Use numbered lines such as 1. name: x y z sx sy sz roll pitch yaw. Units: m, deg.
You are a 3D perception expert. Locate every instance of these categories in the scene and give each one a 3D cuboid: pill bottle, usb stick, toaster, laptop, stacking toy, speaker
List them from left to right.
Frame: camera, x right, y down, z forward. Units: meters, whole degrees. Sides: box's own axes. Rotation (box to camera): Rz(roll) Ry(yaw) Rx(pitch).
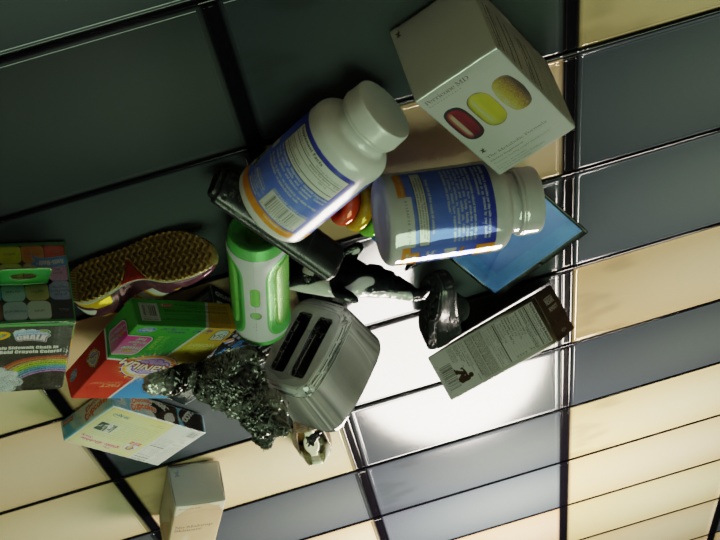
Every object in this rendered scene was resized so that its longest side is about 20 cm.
1. speaker: -0.133 0.012 1.688 0.088 0.089 0.201 -10 142 -10
2. usb stick: -0.102 -0.057 1.584 0.199 0.056 0.033 35 148 -25
3. toaster: -0.062 0.137 1.842 0.113 0.201 0.129 15 156 33
4. pill bottle: -0.040 -0.131 1.504 0.200 0.113 0.112 -38 142 29
5. stacking toy: 0.009 -0.074 1.652 0.199 0.086 0.085 13 138 -31
6. pill bottle: 0.120 -0.073 1.573 0.198 0.113 0.112 -8 147 -10
7. laptop: 0.188 -0.029 1.763 0.177 0.104 0.200 -38 173 29

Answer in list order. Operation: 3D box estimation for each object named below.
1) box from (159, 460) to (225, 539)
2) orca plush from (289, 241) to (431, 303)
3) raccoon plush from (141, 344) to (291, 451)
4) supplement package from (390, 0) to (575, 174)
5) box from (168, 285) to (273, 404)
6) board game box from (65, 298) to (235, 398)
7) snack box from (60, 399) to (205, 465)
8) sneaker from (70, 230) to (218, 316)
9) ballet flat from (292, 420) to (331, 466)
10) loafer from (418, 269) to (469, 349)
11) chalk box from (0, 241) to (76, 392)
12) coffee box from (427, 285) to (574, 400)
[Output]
1. box: -0.295 0.416 2.241 0.094 0.078 0.201 -5 146 -16
2. orca plush: 0.000 0.000 1.757 0.198 0.105 0.072 10 104 1
3. raccoon plush: -0.187 0.187 1.722 0.199 0.135 0.097 -15 165 -24
4. supplement package: 0.140 -0.216 1.461 0.113 0.110 0.200 -32 145 21
5. box: -0.235 0.111 1.839 0.199 0.046 0.159 -32 145 22
6. board game box: -0.280 0.107 1.708 0.152 0.041 0.200 4 146 -39
7. snack box: -0.351 0.244 1.994 0.116 0.037 0.199 -34 144 24
8. sneaker: -0.273 0.008 1.653 0.198 0.076 0.090 -13 157 5
9. ballet flat: -0.083 0.288 2.159 0.068 0.068 0.200 -17 148 0
10. loafer: 0.127 0.052 1.906 0.070 0.068 0.201 -20 154 -10
11. chalk box: -0.422 0.045 1.583 0.124 0.125 0.201 -1 144 -22
12. coffee box: 0.218 0.111 1.982 0.199 0.080 0.113 -32 176 22
